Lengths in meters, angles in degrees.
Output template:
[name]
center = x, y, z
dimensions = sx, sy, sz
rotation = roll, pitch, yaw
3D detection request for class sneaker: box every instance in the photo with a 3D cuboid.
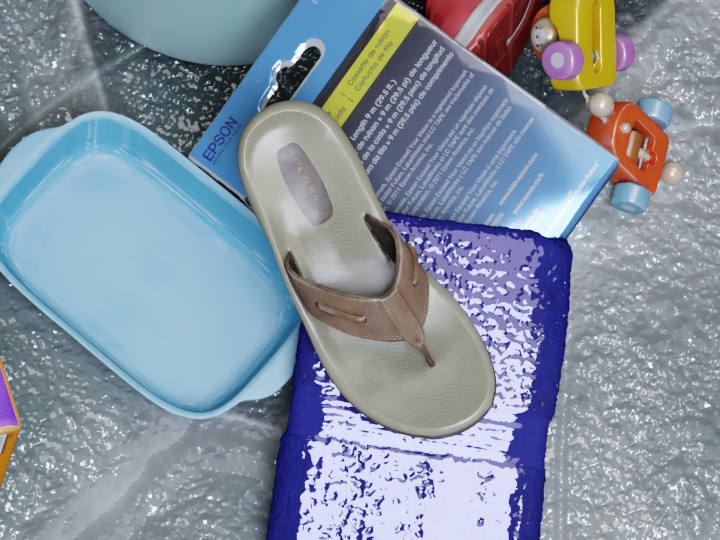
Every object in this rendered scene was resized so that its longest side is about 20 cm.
[sneaker]
center = 0.052, -0.180, 1.484
dimensions = 0.115, 0.078, 0.200
rotation = 26, 61, 17

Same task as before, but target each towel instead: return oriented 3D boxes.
[towel]
center = 0.033, 0.071, 1.324
dimensions = 0.147, 0.050, 0.200
rotation = 8, 87, -2

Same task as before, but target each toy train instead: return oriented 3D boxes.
[toy train]
center = 0.151, -0.144, 1.457
dimensions = 0.150, 0.056, 0.200
rotation = 29, 71, -50

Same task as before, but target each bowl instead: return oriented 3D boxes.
[bowl]
center = -0.079, -0.233, 1.440
dimensions = 0.200, 0.105, 0.201
rotation = 6, 65, -13

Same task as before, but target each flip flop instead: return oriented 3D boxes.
[flip flop]
center = 0.000, 0.000, 1.273
dimensions = 0.081, 0.058, 0.200
rotation = -28, 88, -3

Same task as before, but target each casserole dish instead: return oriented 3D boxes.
[casserole dish]
center = -0.118, 0.001, 1.354
dimensions = 0.200, 0.039, 0.121
rotation = 39, 71, 5

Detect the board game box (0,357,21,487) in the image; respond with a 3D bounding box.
[board game box]
center = -0.300, 0.044, 1.200
dimensions = 0.200, 0.200, 0.200
rotation = -14, 71, -20

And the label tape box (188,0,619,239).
[label tape box]
center = 0.025, -0.061, 1.381
dimensions = 0.200, 0.066, 0.143
rotation = 36, 91, 5
